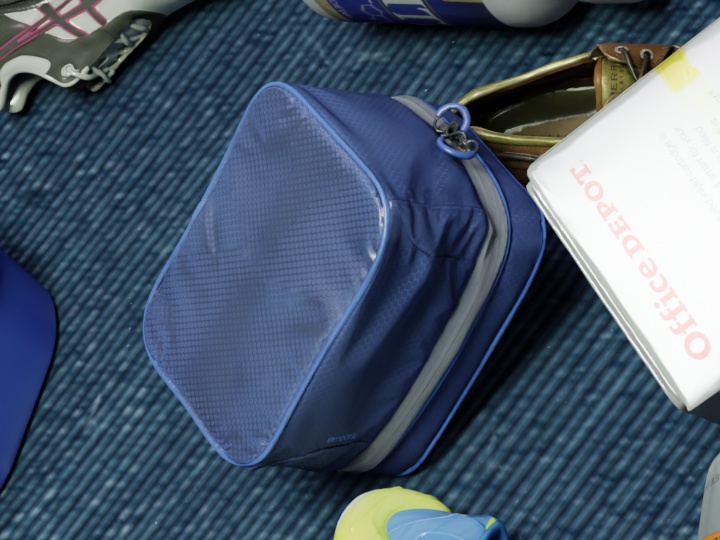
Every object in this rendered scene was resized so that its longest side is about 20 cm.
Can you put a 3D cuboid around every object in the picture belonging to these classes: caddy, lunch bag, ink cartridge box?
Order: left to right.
[{"bbox_3d":[-0.268,0.057,1.449,0.141,0.105,0.201,4,67,35],"label":"caddy"},{"bbox_3d":[0.000,0.000,1.262,0.136,0.132,0.201,52,121,37],"label":"lunch bag"},{"bbox_3d":[0.200,-0.043,1.173,0.200,0.083,0.146,-37,70,11],"label":"ink cartridge box"}]

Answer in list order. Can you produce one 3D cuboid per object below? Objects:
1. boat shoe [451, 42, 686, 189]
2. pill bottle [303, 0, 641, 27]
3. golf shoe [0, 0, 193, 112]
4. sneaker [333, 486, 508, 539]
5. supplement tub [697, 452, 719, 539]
[{"bbox_3d":[0.139,-0.079,1.271,0.199,0.068,0.072,-16,55,26],"label":"boat shoe"},{"bbox_3d":[0.064,-0.192,1.352,0.199,0.120,0.120,6,68,37],"label":"pill bottle"},{"bbox_3d":[-0.152,-0.155,1.527,0.199,0.077,0.089,-12,79,32],"label":"golf shoe"},{"bbox_3d":[0.019,0.194,1.190,0.105,0.076,0.201,-3,59,31],"label":"sneaker"},{"bbox_3d":[0.195,0.178,1.051,0.122,0.122,0.201,-5,62,32],"label":"supplement tub"}]
